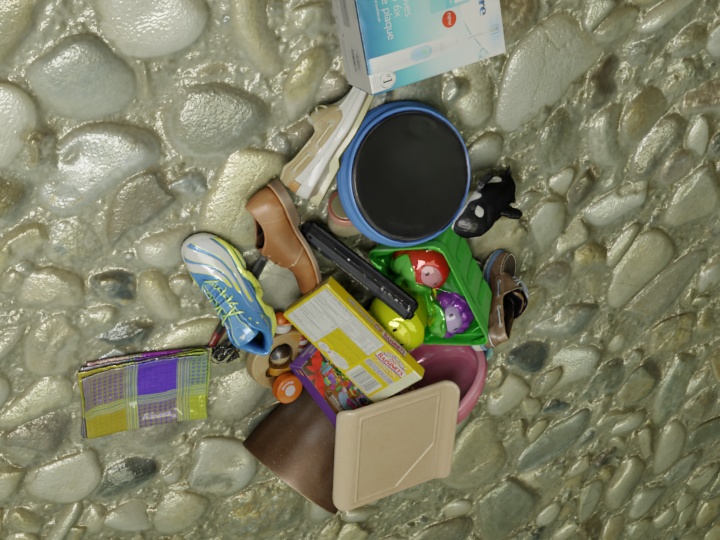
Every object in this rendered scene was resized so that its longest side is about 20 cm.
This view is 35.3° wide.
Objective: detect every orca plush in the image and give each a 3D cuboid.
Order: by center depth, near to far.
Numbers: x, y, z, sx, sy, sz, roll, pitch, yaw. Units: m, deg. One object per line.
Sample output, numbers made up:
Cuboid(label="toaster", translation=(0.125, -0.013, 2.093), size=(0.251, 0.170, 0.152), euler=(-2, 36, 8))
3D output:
Cuboid(label="orca plush", translation=(0.206, -0.087, 1.676), size=(0.200, 0.071, 0.106), euler=(-25, 143, -64))

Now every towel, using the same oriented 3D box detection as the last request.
Cuboid(label="towel", translation=(-0.315, 0.180, 1.652), size=(0.197, 0.023, 0.145), euler=(-7, 129, -23))

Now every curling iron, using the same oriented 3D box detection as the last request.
Cuboid(label="curling iron", translation=(-0.173, 0.053, 1.643), size=(0.049, 0.026, 0.202), euler=(16, 116, -18))

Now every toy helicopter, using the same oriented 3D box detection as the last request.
Cuboid(label="toy helicopter", translation=(-0.092, 0.094, 1.718), size=(0.199, 0.079, 0.133), euler=(-39, 130, -15))

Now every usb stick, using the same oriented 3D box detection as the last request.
Cuboid(label="usb stick", translation=(0.000, 0.000, 1.601), size=(0.033, 0.199, 0.055), euler=(-51, 173, -3))

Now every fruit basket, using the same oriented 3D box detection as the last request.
Cuboid(label="fruit basket", translation=(0.089, 0.049, 1.682), size=(0.214, 0.154, 0.220), euler=(5, 84, -53))

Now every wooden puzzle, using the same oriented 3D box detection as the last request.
Cuboid(label="wooden puzzle", translation=(0.050, 0.260, 1.700), size=(0.197, 0.037, 0.188), euler=(-12, 124, -23))

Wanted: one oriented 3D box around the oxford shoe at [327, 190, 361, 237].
Cuboid(label="oxford shoe", translation=(0.038, -0.103, 1.638), size=(0.197, 0.072, 0.074), euler=(-17, 156, -18))

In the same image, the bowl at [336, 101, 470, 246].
Cuboid(label="bowl", translation=(0.064, -0.132, 1.570), size=(0.197, 0.039, 0.204), euler=(-4, 101, -22))

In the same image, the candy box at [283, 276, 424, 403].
Cuboid(label="candy box", translation=(-0.009, 0.103, 1.626), size=(0.102, 0.027, 0.200), euler=(-34, 109, 35))

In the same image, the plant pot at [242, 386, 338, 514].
Cuboid(label="plant pot", translation=(-0.055, 0.249, 1.798), size=(0.201, 0.186, 0.187), euler=(-53, 137, -5))

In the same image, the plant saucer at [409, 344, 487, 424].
Cuboid(label="plant saucer", translation=(0.119, 0.191, 1.826), size=(0.199, 0.201, 0.051), euler=(-37, 123, 0))

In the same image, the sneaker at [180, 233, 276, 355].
Cuboid(label="sneaker", translation=(-0.172, 0.039, 1.555), size=(0.075, 0.105, 0.201), euler=(-34, 123, 7))

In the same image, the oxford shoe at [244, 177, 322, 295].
Cuboid(label="oxford shoe", translation=(-0.109, -0.033, 1.583), size=(0.071, 0.071, 0.202), euler=(-33, 127, -12))

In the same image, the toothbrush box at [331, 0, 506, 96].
Cuboid(label="toothbrush box", translation=(0.073, -0.323, 1.421), size=(0.198, 0.085, 0.148), euler=(-20, 117, -19))

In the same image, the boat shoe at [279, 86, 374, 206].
Cuboid(label="boat shoe", translation=(-0.038, -0.189, 1.491), size=(0.068, 0.075, 0.202), euler=(28, 88, -1))

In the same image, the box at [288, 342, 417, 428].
Cuboid(label="box", translation=(-0.003, 0.170, 1.718), size=(0.137, 0.039, 0.201), euler=(-47, 116, -25))

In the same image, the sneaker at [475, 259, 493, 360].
Cuboid(label="sneaker", translation=(0.193, 0.068, 1.858), size=(0.077, 0.087, 0.202), euler=(-25, 135, -13))

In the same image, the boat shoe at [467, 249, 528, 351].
Cuboid(label="boat shoe", translation=(0.229, 0.047, 1.797), size=(0.071, 0.202, 0.073), euler=(-6, 135, 30))
